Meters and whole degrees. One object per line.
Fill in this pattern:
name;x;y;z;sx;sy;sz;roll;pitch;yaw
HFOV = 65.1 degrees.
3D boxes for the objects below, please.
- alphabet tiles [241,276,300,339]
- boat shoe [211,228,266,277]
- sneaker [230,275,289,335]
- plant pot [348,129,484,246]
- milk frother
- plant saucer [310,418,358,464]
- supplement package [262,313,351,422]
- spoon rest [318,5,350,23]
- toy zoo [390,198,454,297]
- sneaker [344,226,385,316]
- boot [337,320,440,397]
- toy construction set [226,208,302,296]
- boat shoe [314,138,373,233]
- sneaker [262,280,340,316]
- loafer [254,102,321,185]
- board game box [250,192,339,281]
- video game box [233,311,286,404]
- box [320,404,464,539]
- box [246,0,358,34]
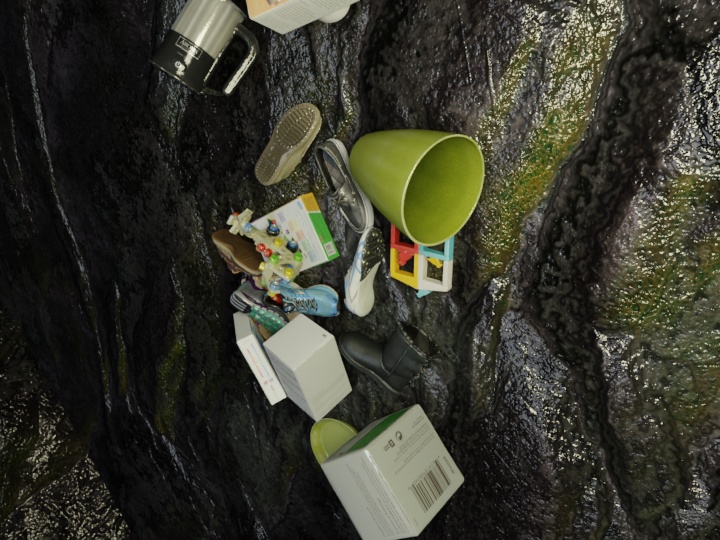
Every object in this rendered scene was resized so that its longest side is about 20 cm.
alphabet tiles;-0.228;0.094;1.429;0.200;0.015;0.196;24;123;30
boat shoe;-0.298;-0.030;1.396;0.200;0.072;0.072;32;135;32
sneaker;-0.212;0.093;1.366;0.200;0.088;0.074;39;141;-12
plant pot;0.075;-0.166;0.975;0.200;0.187;0.188;33;128;42
milk frother;-0.325;-0.467;1.193;0.188;0.180;0.200;-56;34;4
plant saucer;-0.042;0.456;1.424;0.200;0.031;0.201;16;118;34
supplement package;-0.115;0.219;1.270;0.117;0.117;0.200;30;148;39
spoon rest;-0.105;-0.518;1.042;0.200;0.061;0.100;17;120;18
toy zoo;0.116;-0.040;1.083;0.131;0.020;0.201;16;118;34
sneaker;0.000;0.000;1.166;0.072;0.072;0.200;31;123;35
boot;0.059;0.164;1.185;0.198;0.073;0.163;41;132;10
toy construction set;-0.201;-0.044;1.210;0.200;0.131;0.092;52;131;9
boat shoe;-0.038;-0.164;1.125;0.070;0.066;0.200;-12;101;42
sneaker;-0.137;0.078;1.289;0.200;0.090;0.079;6;112;27
loafer;-0.146;-0.263;1.174;0.076;0.068;0.200;49;116;10
board game box;-0.155;-0.071;1.279;0.200;0.040;0.153;-18;97;43
video game box;-0.248;0.204;1.378;0.200;0.047;0.183;-135;22;-69
box;0.069;0.433;1.208;0.171;0.199;0.200;-37;82;43
box;-0.094;-0.516;0.942;0.200;0.106;0.153;-13;92;24
